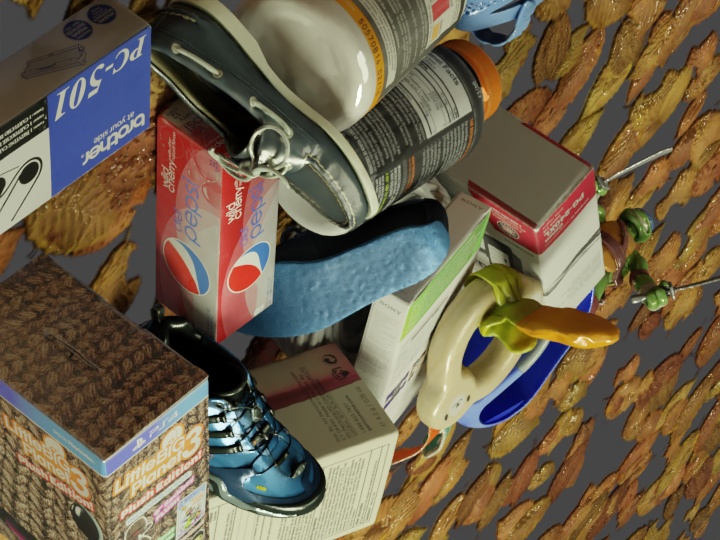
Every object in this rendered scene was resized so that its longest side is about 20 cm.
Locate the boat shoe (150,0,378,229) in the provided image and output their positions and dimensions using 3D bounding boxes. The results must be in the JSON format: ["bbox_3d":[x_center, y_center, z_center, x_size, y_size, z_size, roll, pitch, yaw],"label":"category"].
[{"bbox_3d":[-0.068,-0.096,1.413,0.200,0.075,0.062,50,59,-20],"label":"boat shoe"}]

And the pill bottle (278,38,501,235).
[{"bbox_3d":[0.024,-0.112,1.645,0.200,0.106,0.106,-33,148,-41],"label":"pill bottle"}]

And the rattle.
[{"bbox_3d":[0.119,0.106,1.799,0.200,0.143,0.130,-63,165,4],"label":"rattle"}]

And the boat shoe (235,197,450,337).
[{"bbox_3d":[-0.018,-0.001,1.660,0.069,0.200,0.084,-75,147,-56],"label":"boat shoe"}]

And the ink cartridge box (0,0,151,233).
[{"bbox_3d":[-0.214,-0.080,1.316,0.200,0.044,0.094,-40,153,-32],"label":"ink cartridge box"}]

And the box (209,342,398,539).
[{"bbox_3d":[-0.087,0.160,1.711,0.200,0.109,0.128,-17,143,-27],"label":"box"}]

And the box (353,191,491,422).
[{"bbox_3d":[0.042,0.047,1.776,0.144,0.036,0.200,-48,163,-42],"label":"box"}]

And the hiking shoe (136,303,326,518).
[{"bbox_3d":[-0.099,0.111,1.580,0.074,0.200,0.087,-57,-166,-30],"label":"hiking shoe"}]

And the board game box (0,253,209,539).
[{"bbox_3d":[-0.193,0.119,1.469,0.097,0.159,0.200,-39,151,-32],"label":"board game box"}]

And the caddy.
[{"bbox_3d":[0.138,0.053,2.025,0.200,0.105,0.141,-54,136,-1],"label":"caddy"}]

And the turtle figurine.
[{"bbox_3d":[0.250,-0.022,2.148,0.194,0.200,0.144,-37,116,-27],"label":"turtle figurine"}]

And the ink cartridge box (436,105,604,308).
[{"bbox_3d":[0.131,-0.050,1.874,0.083,0.145,0.200,-49,155,-16],"label":"ink cartridge box"}]

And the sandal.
[{"bbox_3d":[0.098,-0.224,1.680,0.087,0.079,0.200,-57,155,12],"label":"sandal"}]

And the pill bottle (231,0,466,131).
[{"bbox_3d":[0.005,-0.189,1.487,0.200,0.116,0.117,-45,156,-42],"label":"pill bottle"}]

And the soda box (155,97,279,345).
[{"bbox_3d":[-0.104,-0.041,1.541,0.063,0.070,0.200,-37,150,-31],"label":"soda box"}]

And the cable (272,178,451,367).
[{"bbox_3d":[0.000,0.000,1.793,0.200,0.069,0.200,-56,157,4],"label":"cable"}]
